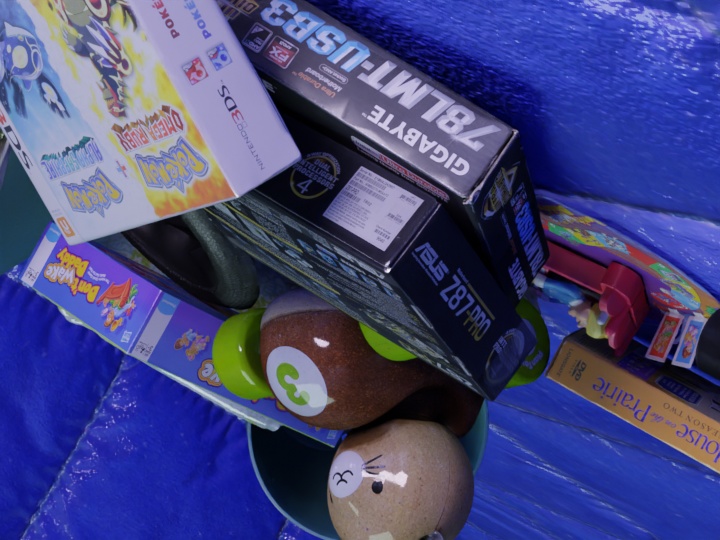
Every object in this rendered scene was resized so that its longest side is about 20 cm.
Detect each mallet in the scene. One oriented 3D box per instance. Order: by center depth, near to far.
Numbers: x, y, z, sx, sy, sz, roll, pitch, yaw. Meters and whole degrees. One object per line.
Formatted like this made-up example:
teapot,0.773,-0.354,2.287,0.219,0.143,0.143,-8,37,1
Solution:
mallet,0.241,0.069,1.085,0.066,0.041,0.200,24,173,24

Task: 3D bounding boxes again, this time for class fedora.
fedora,-0.109,-0.068,1.170,0.201,0.092,0.201,43,163,17

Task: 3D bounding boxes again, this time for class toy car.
toy car,0.009,0.116,1.113,0.158,0.200,0.164,18,156,-39

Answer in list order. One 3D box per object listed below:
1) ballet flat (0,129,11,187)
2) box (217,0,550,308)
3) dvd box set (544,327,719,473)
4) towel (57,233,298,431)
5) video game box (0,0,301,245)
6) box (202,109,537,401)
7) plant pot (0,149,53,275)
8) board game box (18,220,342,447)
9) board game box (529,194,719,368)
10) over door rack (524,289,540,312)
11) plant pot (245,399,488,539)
ballet flat,-0.225,-0.106,1.124,0.069,0.200,0.069,15,-149,-9
box,0.000,-0.070,0.979,0.200,0.050,0.199,32,172,17
dvd box set,0.216,0.094,1.152,0.200,0.029,0.146,29,-170,11
towel,-0.107,0.010,1.417,0.200,0.171,0.048,30,139,-10
video game box,-0.131,-0.108,0.894,0.200,0.047,0.182,-12,112,59
box,-0.018,-0.022,0.972,0.200,0.049,0.161,30,167,34
plant pot,-0.262,-0.100,1.298,0.141,0.141,0.200,52,157,9
board game box,-0.109,0.043,1.242,0.200,0.045,0.134,29,180,-44
board game box,0.123,0.011,1.101,0.158,0.039,0.200,34,169,-25
over door rack,0.000,0.000,1.229,0.200,0.067,0.148,-8,151,46
plant pot,-0.007,0.113,1.599,0.201,0.201,0.161,32,-178,-14
